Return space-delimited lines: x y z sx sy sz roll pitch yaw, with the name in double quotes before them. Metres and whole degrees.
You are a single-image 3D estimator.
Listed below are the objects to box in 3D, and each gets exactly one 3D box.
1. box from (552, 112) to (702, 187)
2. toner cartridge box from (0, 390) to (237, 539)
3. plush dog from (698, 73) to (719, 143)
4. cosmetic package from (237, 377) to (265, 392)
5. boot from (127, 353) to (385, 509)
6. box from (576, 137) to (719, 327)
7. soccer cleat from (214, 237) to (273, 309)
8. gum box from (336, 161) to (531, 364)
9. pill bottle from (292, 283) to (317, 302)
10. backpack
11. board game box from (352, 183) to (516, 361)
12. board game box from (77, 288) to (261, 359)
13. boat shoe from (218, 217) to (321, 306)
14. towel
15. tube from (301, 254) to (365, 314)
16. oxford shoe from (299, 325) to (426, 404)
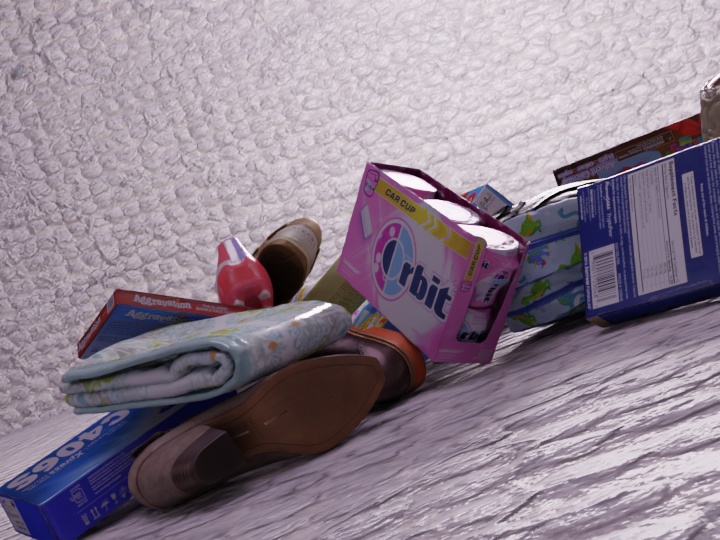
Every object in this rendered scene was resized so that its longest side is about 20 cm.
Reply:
"box" 0.310 -0.074 1.078 0.199 0.138 0.039 -21 0 40
"toner cartridge box" -0.204 0.155 0.900 0.095 0.043 0.200 -2 26 49
"plush dog" 0.385 -0.080 0.899 0.170 0.161 0.201 -5 37 26
"cosmetic package" -0.157 0.155 1.036 0.199 0.051 0.083 -21 5 21
"boot" -0.093 0.124 0.833 0.199 0.071 0.146 -23 1 -30
"box" 0.262 -0.037 0.810 0.032 0.122 0.199 23 -31 -40
"soccer cleat" -0.122 0.045 1.109 0.066 0.077 0.201 -17 -29 -13
"gum box" 0.061 -0.009 0.934 0.066 0.114 0.200 5 21 -31
"pill bottle" -0.075 0.084 1.373 0.199 0.113 0.112 -20 1 23
"backpack" 0.198 -0.019 0.980 0.199 0.155 0.163 6 -13 -37
"board game box" 0.067 0.013 1.123 0.201 0.056 0.196 -54 9 -13
"board game box" -0.164 0.064 1.025 0.199 0.020 0.103 10 -38 -34
"boat shoe" -0.093 0.009 1.142 0.067 0.074 0.200 -53 8 -37
"towel" -0.130 0.068 0.876 0.199 0.049 0.171 -10 7 31
"tube" 0.000 0.000 1.107 0.200 0.052 0.058 -48 -1 36
"oxford shoe" -0.038 0.081 0.946 0.199 0.072 0.072 3 22 43
